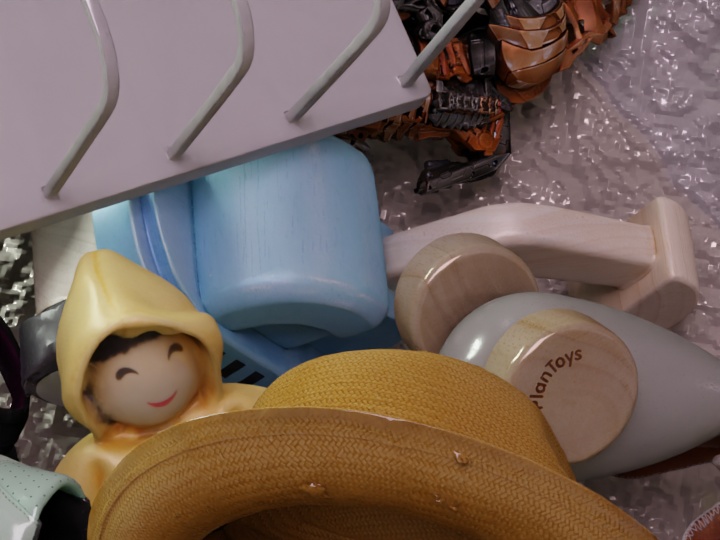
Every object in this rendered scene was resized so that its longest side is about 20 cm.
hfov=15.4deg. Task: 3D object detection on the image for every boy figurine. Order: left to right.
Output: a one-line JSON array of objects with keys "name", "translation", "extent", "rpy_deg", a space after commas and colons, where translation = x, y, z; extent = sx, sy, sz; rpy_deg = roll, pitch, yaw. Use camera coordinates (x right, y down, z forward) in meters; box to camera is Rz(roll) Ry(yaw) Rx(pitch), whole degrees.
[{"name": "boy figurine", "translation": [-0.050, 0.086, 0.897], "extent": [0.124, 0.200, 0.064], "rpy_deg": [-14, 20, -4]}]

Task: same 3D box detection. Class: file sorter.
[{"name": "file sorter", "translation": [-0.072, -0.109, 0.870], "extent": [0.200, 0.125, 0.139], "rpy_deg": [-19, 79, -24]}]

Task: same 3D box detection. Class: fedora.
[{"name": "fedora", "translation": [0.017, 0.084, 0.828], "extent": [0.200, 0.201, 0.082], "rpy_deg": [7, 49, 8]}]

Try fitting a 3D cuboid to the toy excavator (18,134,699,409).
[{"name": "toy excavator", "translation": [0.000, 0.000, 0.967], "extent": [0.200, 0.194, 0.100], "rpy_deg": [-19, 59, 26]}]

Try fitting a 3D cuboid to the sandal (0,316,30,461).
[{"name": "sandal", "translation": [-0.151, 0.030, 0.915], "extent": [0.048, 0.201, 0.075], "rpy_deg": [-11, 52, 13]}]

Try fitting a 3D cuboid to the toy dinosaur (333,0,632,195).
[{"name": "toy dinosaur", "translation": [0.037, -0.104, 1.035], "extent": [0.200, 0.102, 0.136], "rpy_deg": [-24, 93, -51]}]

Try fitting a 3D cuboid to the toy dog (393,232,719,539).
[{"name": "toy dog", "translation": [0.094, 0.067, 0.918], "extent": [0.200, 0.132, 0.096], "rpy_deg": [26, 101, -6]}]

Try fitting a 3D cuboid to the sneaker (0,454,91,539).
[{"name": "sneaker", "translation": [-0.133, 0.151, 0.869], "extent": [0.118, 0.074, 0.201], "rpy_deg": [8, 107, 25]}]
